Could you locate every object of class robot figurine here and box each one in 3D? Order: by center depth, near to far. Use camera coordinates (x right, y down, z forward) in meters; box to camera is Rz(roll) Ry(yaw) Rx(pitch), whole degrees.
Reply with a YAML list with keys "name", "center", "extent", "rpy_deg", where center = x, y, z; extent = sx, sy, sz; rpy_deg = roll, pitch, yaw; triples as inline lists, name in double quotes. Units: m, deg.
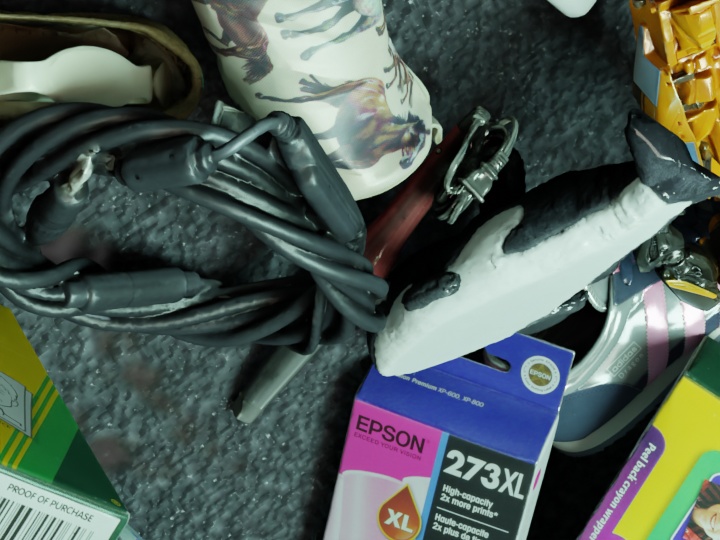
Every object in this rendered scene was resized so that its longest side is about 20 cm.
- name: "robot figurine"
  center: [0.179, -0.063, 0.847]
  extent: [0.144, 0.058, 0.201]
  rpy_deg: [-27, 130, -6]

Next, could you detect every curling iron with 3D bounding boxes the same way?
- name: "curling iron"
  center: [0.000, 0.000, 0.871]
  extent: [0.025, 0.050, 0.200]
  rpy_deg: [37, 119, -12]

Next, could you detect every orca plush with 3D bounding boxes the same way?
- name: "orca plush"
  center: [0.066, -0.025, 0.850]
  extent: [0.104, 0.072, 0.200]
  rpy_deg: [-5, 157, -30]

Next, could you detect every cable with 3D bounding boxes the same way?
- name: "cable"
  center: [-0.074, -0.004, 0.797]
  extent: [0.161, 0.051, 0.200]
  rpy_deg: [-10, 154, 14]

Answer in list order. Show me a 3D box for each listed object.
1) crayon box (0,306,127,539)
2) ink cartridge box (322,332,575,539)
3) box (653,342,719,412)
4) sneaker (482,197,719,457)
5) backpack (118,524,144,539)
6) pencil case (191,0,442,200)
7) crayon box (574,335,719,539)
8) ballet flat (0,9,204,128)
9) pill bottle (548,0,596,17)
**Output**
- name: "crayon box"
  center: [-0.203, 0.036, 0.721]
  extent: [0.199, 0.173, 0.059]
  rpy_deg: [28, 101, -34]
- name: "ink cartridge box"
  center: [0.034, 0.118, 0.943]
  extent: [0.094, 0.037, 0.202]
  rpy_deg: [18, 112, 14]
- name: "box"
  center: [0.265, 0.017, 1.023]
  extent: [0.199, 0.050, 0.200]
  rpy_deg: [26, 103, -33]
- name: "sneaker"
  center: [0.142, 0.000, 0.938]
  extent: [0.200, 0.070, 0.082]
  rpy_deg: [-50, 129, 5]
- name: "backpack"
  center: [-0.139, 0.180, 0.837]
  extent: [0.153, 0.176, 0.200]
  rpy_deg: [-41, 130, -2]
- name: "pencil case"
  center: [-0.027, -0.123, 0.786]
  extent: [0.089, 0.078, 0.201]
  rpy_deg: [-21, 124, -2]
- name: "crayon box"
  center: [0.185, 0.163, 0.937]
  extent: [0.172, 0.058, 0.201]
  rpy_deg: [33, 117, 9]
- name: "ballet flat"
  center: [-0.150, -0.073, 0.754]
  extent: [0.198, 0.072, 0.069]
  rpy_deg: [0, 93, -25]
- name: "pill bottle"
  center: [0.103, -0.213, 0.776]
  extent: [0.114, 0.114, 0.201]
  rpy_deg: [29, 102, -34]
